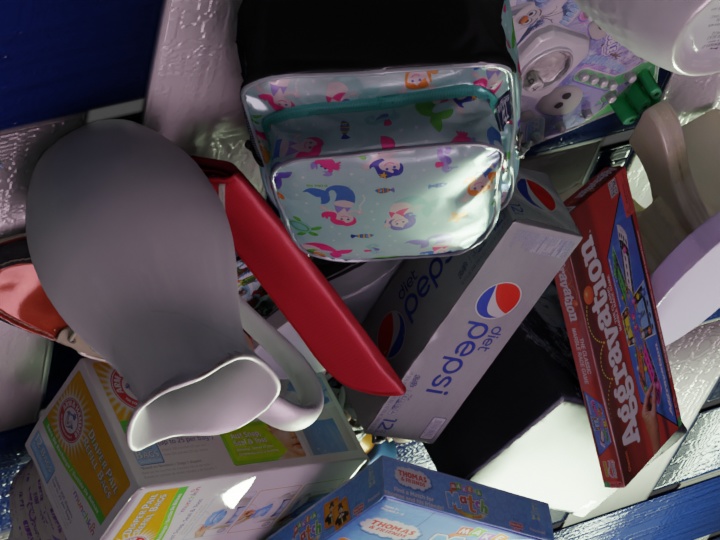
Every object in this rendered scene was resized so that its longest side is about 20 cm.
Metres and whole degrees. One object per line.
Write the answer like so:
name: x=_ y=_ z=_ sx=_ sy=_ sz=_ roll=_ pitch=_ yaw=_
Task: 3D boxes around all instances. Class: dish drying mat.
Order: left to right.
dish drying mat: x=-0.045 y=0.007 z=1.434 sx=0.018 sy=0.077 sz=0.200 roll=-47 pitch=120 yaw=-22

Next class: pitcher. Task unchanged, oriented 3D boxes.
pitcher: x=-0.112 y=0.013 z=1.348 sx=0.121 sy=0.201 sz=0.171 roll=-42 pitch=149 yaw=23

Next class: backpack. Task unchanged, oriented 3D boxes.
backpack: x=0.016 y=-0.089 z=1.354 sx=0.176 sy=0.151 sz=0.200 roll=-4 pitch=158 yaw=1

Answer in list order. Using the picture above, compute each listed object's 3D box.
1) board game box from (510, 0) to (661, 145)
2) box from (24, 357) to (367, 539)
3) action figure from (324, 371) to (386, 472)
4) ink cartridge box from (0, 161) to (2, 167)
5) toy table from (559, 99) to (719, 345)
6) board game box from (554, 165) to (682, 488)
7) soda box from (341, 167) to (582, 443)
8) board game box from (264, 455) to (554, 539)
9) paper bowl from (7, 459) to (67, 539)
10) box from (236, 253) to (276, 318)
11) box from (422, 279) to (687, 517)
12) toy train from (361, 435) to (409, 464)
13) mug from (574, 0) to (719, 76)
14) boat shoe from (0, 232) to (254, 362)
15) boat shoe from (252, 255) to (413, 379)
board game box: x=0.127 y=-0.137 z=1.504 sx=0.199 sy=0.026 sz=0.200 roll=-22 pitch=150 yaw=-12
box: x=-0.115 y=0.126 z=1.534 sx=0.199 sy=0.113 sz=0.101 roll=-4 pitch=144 yaw=-41
action figure: x=-0.017 y=0.145 z=1.656 sx=0.130 sy=0.069 sz=0.201 roll=-46 pitch=153 yaw=-70
ink cartridge box: x=-0.310 y=-0.026 z=1.248 sx=0.115 sy=0.067 sz=0.200 roll=8 pitch=134 yaw=-49
toy table: x=0.227 y=-0.034 z=1.635 sx=0.183 sy=0.117 sz=0.200 roll=-24 pitch=160 yaw=-31
board game box: x=0.178 y=0.039 z=1.533 sx=0.019 sy=0.201 sz=0.103 roll=-2 pitch=-158 yaw=36
soda box: x=0.063 y=0.022 z=1.478 sx=0.063 sy=0.068 sz=0.200 roll=11 pitch=126 yaw=-34
board game box: x=0.017 y=0.204 z=1.567 sx=0.151 sy=0.037 sz=0.200 roll=19 pitch=141 yaw=-32
paper bowl: x=-0.181 y=0.217 z=1.615 sx=0.104 sy=0.201 sz=0.200 roll=-37 pitch=151 yaw=17
box: x=-0.118 y=0.046 z=1.564 sx=0.136 sy=0.040 sz=0.200 roll=-25 pitch=151 yaw=-5
box: x=0.112 y=0.063 z=1.631 sx=0.117 sy=0.201 sz=0.196 roll=-41 pitch=150 yaw=21
toy train: x=-0.023 y=0.124 z=1.739 sx=0.116 sy=0.085 sz=0.200 roll=-42 pitch=150 yaw=3
mug: x=0.158 y=-0.207 z=1.257 sx=0.199 sy=0.176 sz=0.148 roll=2 pitch=140 yaw=-45
boat shoe: x=-0.160 y=0.029 z=1.426 sx=0.199 sy=0.063 sz=0.071 roll=16 pitch=115 yaw=-28
boat shoe: x=-0.001 y=-0.001 z=1.525 sx=0.199 sy=0.068 sz=0.074 roll=-38 pitch=139 yaw=12
